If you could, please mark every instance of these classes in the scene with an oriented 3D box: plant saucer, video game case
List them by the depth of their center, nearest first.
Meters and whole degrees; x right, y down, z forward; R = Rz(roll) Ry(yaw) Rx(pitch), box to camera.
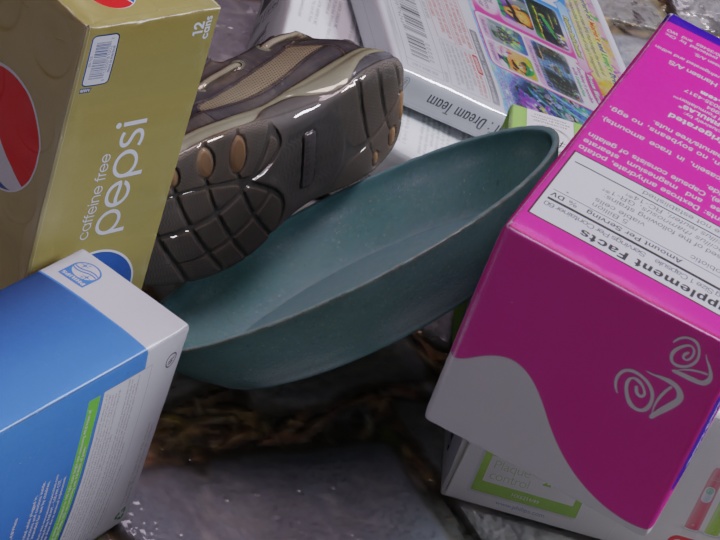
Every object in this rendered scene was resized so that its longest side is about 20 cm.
[{"bbox_3d":[0.000,0.000,1.021,0.036,0.199,0.200,63,34,-12],"label":"plant saucer"},{"bbox_3d":[0.069,-0.128,1.289,0.182,0.024,0.200,22,33,-28],"label":"video game case"}]

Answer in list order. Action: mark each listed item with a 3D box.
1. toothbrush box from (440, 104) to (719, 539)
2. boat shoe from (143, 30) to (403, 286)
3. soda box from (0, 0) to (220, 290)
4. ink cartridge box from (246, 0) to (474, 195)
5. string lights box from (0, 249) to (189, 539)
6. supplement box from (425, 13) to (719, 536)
[{"bbox_3d":[0.120,0.028,1.088,0.145,0.086,0.200,16,33,-7],"label":"toothbrush box"},{"bbox_3d":[-0.065,-0.053,1.073,0.073,0.075,0.200,27,36,32],"label":"boat shoe"},{"bbox_3d":[-0.120,-0.032,0.941,0.064,0.200,0.068,-14,46,-41],"label":"soda box"},{"bbox_3d":[0.034,-0.075,1.246,0.200,0.057,0.163,35,30,-16],"label":"ink cartridge box"},{"bbox_3d":[-0.153,0.077,0.856,0.059,0.103,0.200,35,35,20],"label":"string lights box"},{"bbox_3d":[0.118,-0.004,0.967,0.103,0.101,0.200,29,38,10],"label":"supplement box"}]
